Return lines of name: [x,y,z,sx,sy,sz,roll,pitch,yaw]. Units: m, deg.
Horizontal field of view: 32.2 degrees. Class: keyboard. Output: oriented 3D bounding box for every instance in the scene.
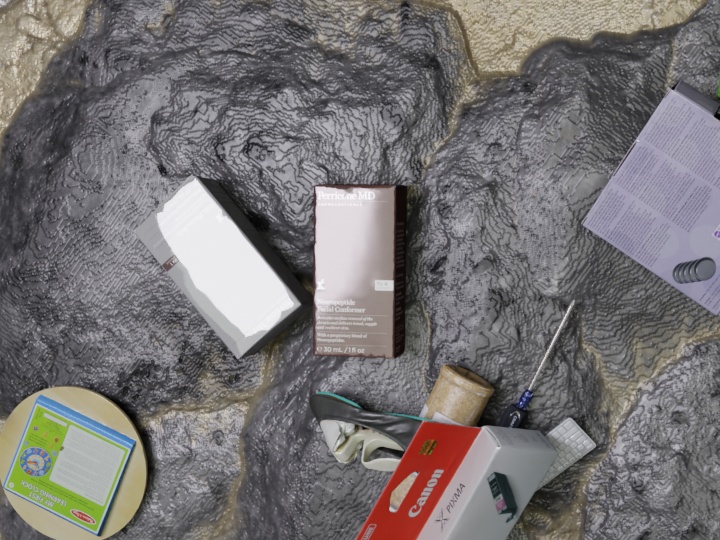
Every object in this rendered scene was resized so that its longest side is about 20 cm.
keyboard: [0.178,0.244,1.440,0.200,0.011,0.056,-39,123,11]

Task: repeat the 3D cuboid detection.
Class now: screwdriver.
screwdriver: [0.203,0.125,1.431,0.029,0.028,0.200,38,105,37]

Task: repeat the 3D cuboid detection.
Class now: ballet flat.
ballet flat: [0.005,0.186,1.416,0.199,0.068,0.069,8,55,41]

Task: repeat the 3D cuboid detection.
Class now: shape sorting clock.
shape sorting clock: [-0.357,0.241,1.551,0.199,0.039,0.201,1,94,11]

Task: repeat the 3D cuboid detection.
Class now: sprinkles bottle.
sprinkles bottle: [0.084,0.210,1.443,0.068,0.068,0.201,26,98,9]

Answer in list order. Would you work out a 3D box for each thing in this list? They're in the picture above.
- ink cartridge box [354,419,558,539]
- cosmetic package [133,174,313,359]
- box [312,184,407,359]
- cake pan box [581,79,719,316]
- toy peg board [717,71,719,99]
ink cartridge box: [0.102,0.259,1.379,0.044,0.173,0.200,51,122,45]
cosmetic package: [-0.158,-0.003,1.473,0.107,0.090,0.200,-42,81,8]
box: [0.000,0.000,1.447,0.100,0.075,0.201,0,92,12]
cake pan box: [0.365,-0.079,1.342,0.184,0.052,0.200,32,123,7]
toy peg board: [0.424,-0.255,1.280,0.097,0.200,0.200,6,95,14]
